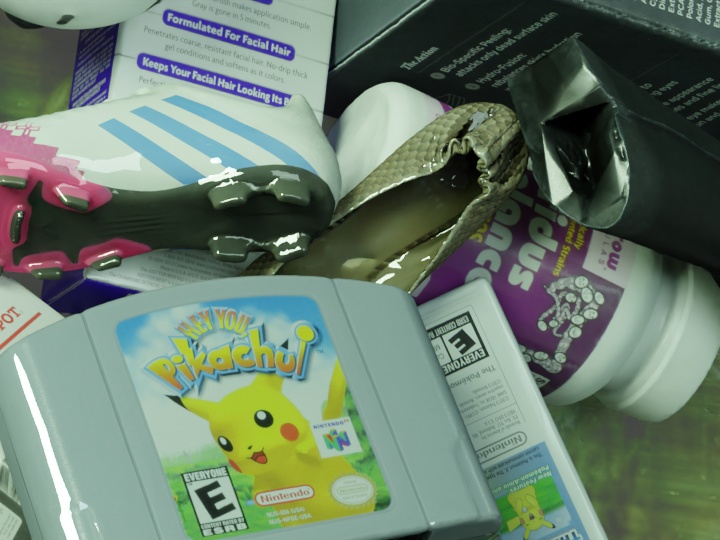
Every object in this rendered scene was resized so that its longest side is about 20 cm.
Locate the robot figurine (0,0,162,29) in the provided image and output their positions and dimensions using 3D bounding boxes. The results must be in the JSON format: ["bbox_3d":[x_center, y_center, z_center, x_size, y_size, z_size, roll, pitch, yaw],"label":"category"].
[{"bbox_3d":[-0.133,-0.200,1.331,0.125,0.150,0.200,-22,50,6],"label":"robot figurine"}]

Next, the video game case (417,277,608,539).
[{"bbox_3d":[0.005,0.126,1.351,0.200,0.022,0.183,-25,88,-1],"label":"video game case"}]

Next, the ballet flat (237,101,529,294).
[{"bbox_3d":[0.000,0.000,1.321,0.200,0.046,0.067,-43,98,-4],"label":"ballet flat"}]

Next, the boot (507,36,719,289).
[{"bbox_3d":[0.162,-0.012,1.346,0.200,0.066,0.165,29,22,-54],"label":"boot"}]

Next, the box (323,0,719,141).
[{"bbox_3d":[0.097,-0.135,1.427,0.200,0.197,0.118,15,68,-23],"label":"box"}]

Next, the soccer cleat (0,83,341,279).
[{"bbox_3d":[-0.109,-0.045,1.308,0.200,0.070,0.086,1,43,-8],"label":"soccer cleat"}]

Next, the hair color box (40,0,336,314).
[{"bbox_3d":[-0.078,-0.070,1.394,0.109,0.065,0.200,15,71,-23],"label":"hair color box"}]

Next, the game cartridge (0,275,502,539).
[{"bbox_3d":[-0.050,0.067,1.235,0.200,0.040,0.134,-8,58,-28],"label":"game cartridge"}]

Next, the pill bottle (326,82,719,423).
[{"bbox_3d":[0.074,-0.002,1.426,0.200,0.112,0.112,25,66,-20],"label":"pill bottle"}]

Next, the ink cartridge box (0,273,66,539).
[{"bbox_3d":[-0.143,0.080,1.273,0.200,0.067,0.116,37,29,4],"label":"ink cartridge box"}]
